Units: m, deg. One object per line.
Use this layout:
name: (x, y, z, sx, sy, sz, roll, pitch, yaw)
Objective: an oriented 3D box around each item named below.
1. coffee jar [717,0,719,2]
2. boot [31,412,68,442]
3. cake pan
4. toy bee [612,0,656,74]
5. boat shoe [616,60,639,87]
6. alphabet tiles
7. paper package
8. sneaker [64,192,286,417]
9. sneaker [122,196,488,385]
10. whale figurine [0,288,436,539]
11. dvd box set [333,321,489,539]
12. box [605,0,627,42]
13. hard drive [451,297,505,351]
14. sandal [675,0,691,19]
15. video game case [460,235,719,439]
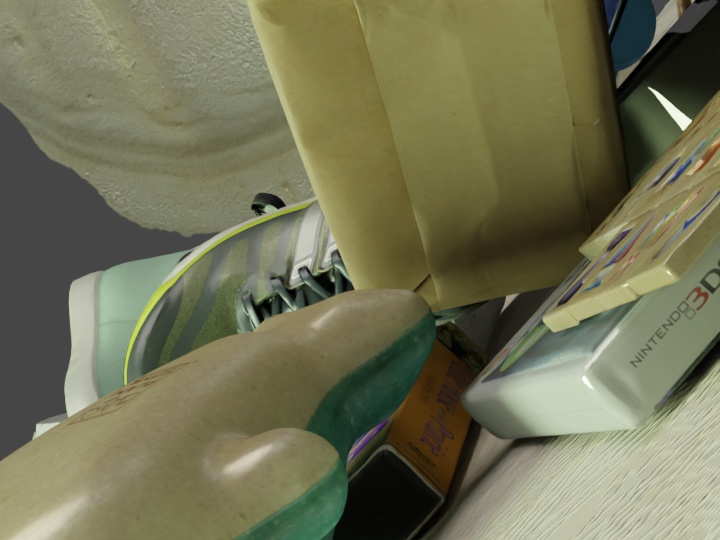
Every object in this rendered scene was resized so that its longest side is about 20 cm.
coffee jar: (0.166, -0.178, 0.722, 0.200, 0.104, 0.085, -41, 27, -8)
boot: (-0.050, 0.098, 1.010, 0.199, 0.096, 0.074, -11, 2, 26)
cake pan: (0.155, -0.101, 0.887, 0.200, 0.037, 0.200, -48, 0, 0)
toy bee: (0.081, -0.123, 1.073, 0.131, 0.108, 0.200, 118, 167, -55)
boat shoe: (0.118, -0.082, 1.220, 0.069, 0.072, 0.200, -47, 10, 21)
alphabet tiles: (0.105, -0.050, 0.544, 0.167, 0.008, 0.200, -48, 0, -8)
paper package: (0.025, -0.116, 0.757, 0.191, 0.103, 0.200, 71, -168, -52)
sneaker: (-0.054, 0.041, 0.918, 0.118, 0.074, 0.201, -23, 34, 4)
sneaker: (0.000, 0.000, 0.845, 0.200, 0.074, 0.081, -33, 8, -6)
whale figurine: (-0.048, 0.083, 0.656, 0.159, 0.104, 0.200, -20, 15, 49)
dvd box set: (-0.018, 0.095, 0.801, 0.146, 0.029, 0.200, -47, 1, 12)
box: (0.115, -0.162, 0.939, 0.121, 0.032, 0.200, 106, -174, -46)
hard drive: (0.032, -0.028, 0.992, 0.025, 0.132, 0.200, -12, 8, 10)
sandal: (0.189, -0.167, 1.087, 0.078, 0.070, 0.212, -48, 1, -44)
video game case: (0.104, -0.029, 0.606, 0.182, 0.023, 0.200, -48, 1, -7)
